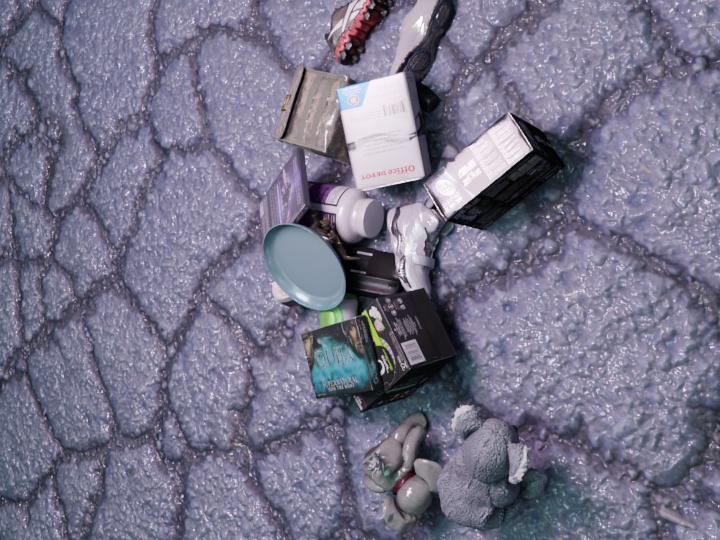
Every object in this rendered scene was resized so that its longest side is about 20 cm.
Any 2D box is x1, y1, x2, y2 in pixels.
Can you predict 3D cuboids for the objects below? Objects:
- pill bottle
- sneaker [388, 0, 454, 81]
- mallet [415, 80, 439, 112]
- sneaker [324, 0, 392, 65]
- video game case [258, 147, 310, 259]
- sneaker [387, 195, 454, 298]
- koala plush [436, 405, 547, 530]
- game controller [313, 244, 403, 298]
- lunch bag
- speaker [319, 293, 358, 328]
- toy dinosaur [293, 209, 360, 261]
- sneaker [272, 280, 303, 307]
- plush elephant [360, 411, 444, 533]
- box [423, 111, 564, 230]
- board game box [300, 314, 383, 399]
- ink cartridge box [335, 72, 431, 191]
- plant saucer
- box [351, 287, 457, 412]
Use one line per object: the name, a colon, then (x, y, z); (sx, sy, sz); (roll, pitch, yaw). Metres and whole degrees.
pill bottle: (-0.053, -0.119, 1.701); (0.198, 0.112, 0.114); (12, 93, 34)
sneaker: (0.111, -0.461, 1.652); (0.087, 0.074, 0.202); (36, 100, 42)
mallet: (0.093, -0.277, 1.664); (0.066, 0.041, 0.202); (34, 110, 28)
sneaker: (-0.008, -0.535, 1.725); (0.098, 0.070, 0.201); (45, 112, 25)
video game case: (-0.158, -0.133, 1.691); (0.200, 0.019, 0.145); (-46, 43, 45)
sneaker: (0.125, -0.045, 1.598); (0.114, 0.075, 0.203); (-25, 70, 32)
koala plush: (0.219, 0.326, 1.400); (0.177, 0.183, 0.202); (40, 148, 27)
game controller: (0.000, 0.000, 1.666); (0.197, 0.042, 0.105); (11, 54, 20)
lunch bag: (-0.096, -0.334, 1.744); (0.198, 0.117, 0.167); (21, 93, 36)
speaker: (-0.044, 0.148, 1.693); (0.087, 0.088, 0.204); (-4, 84, 33)
toy dinosaur: (-0.071, -0.055, 1.643); (0.197, 0.103, 0.078); (14, 58, 26)
sneaker: (-0.085, 0.022, 1.745); (0.197, 0.085, 0.076); (-19, 61, 7)
plush elephant: (0.085, 0.387, 1.553); (0.165, 0.200, 0.155); (-43, 83, 15)
box: (0.240, -0.171, 1.477); (0.199, 0.163, 0.087); (-40, 67, 26)
board game box: (-0.040, 0.167, 1.571); (0.199, 0.028, 0.138); (-21, 82, 53)
ink cartridge box: (0.048, -0.270, 1.612); (0.142, 0.084, 0.203); (-9, 100, 19)
plant saucer: (-0.107, -0.011, 1.628); (0.198, 0.027, 0.202); (21, 133, 24)
box: (0.059, 0.152, 1.563); (0.200, 0.123, 0.150); (-49, 60, 48)
